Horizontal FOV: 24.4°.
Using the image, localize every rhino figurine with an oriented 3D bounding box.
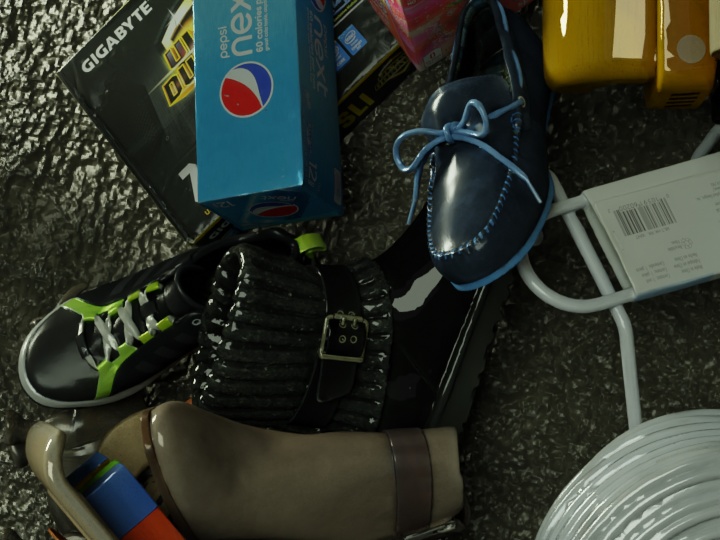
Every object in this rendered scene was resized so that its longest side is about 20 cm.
[{"bbox_3d":[-0.176,0.107,1.041,0.087,0.060,0.201,1,79,-7],"label":"rhino figurine"}]

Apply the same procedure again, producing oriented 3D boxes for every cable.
[{"bbox_3d":[0.181,0.174,0.843,0.200,0.069,0.200,-42,102,6],"label":"cable"}]

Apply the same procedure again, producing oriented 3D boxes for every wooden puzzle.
[{"bbox_3d":[-0.103,0.160,0.873,0.046,0.185,0.200,-35,95,-14],"label":"wooden puzzle"}]

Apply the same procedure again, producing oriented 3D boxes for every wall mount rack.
[{"bbox_3d":[0.175,0.014,0.889,0.199,0.075,0.174,-15,67,-19],"label":"wall mount rack"}]

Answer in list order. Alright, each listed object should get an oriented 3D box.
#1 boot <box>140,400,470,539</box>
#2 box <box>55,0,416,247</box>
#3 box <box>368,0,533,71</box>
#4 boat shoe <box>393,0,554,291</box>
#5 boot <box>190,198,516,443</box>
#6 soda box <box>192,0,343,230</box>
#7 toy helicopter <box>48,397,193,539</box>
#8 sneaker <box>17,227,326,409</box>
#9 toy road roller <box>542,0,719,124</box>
[{"bbox_3d":[-0.019,0.107,0.881,0.146,0.200,0.070,-10,66,8],"label":"boot"},{"bbox_3d":[-0.074,-0.134,1.055,0.200,0.049,0.160,-43,70,9],"label":"box"},{"bbox_3d":[0.087,-0.220,0.953,0.200,0.103,0.095,-32,69,-4],"label":"box"},{"bbox_3d":[0.056,-0.072,0.880,0.084,0.069,0.200,-25,33,23],"label":"boat shoe"},{"bbox_3d":[0.000,0.001,0.943,0.157,0.079,0.212,17,87,-12],"label":"boot"},{"bbox_3d":[-0.056,-0.130,0.981,0.068,0.064,0.201,-9,73,19],"label":"soda box"},{"bbox_3d":[-0.095,0.177,0.986,0.132,0.079,0.200,-28,86,-6],"label":"toy helicopter"},{"bbox_3d":[-0.117,0.017,0.996,0.200,0.083,0.072,-24,72,-5],"label":"sneaker"},{"bbox_3d":[0.165,-0.137,0.840,0.146,0.200,0.123,-1,88,6],"label":"toy road roller"}]
